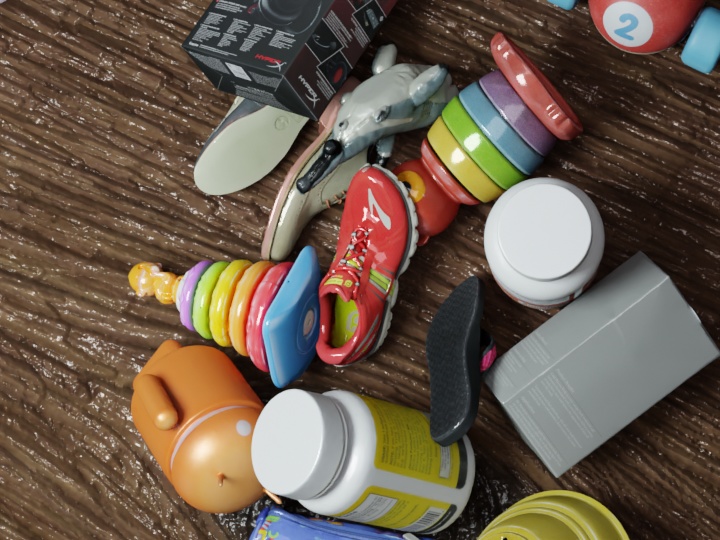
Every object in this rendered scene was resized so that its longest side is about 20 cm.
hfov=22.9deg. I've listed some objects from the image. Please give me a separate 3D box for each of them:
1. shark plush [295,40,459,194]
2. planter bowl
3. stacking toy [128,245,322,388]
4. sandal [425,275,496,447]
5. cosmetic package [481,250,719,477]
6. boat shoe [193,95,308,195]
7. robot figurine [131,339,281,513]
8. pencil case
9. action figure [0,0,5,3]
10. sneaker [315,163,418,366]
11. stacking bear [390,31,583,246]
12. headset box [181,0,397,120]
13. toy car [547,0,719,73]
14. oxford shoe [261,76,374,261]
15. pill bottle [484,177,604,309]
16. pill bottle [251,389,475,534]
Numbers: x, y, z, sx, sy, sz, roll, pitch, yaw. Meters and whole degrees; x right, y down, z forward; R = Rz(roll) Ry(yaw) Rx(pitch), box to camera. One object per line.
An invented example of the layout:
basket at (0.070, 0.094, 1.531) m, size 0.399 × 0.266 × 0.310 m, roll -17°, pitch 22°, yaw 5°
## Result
shark plush at (0.023, -0.134, 1.708) m, size 0.090 × 0.084 × 0.200 m, roll 16°, pitch 51°, yaw 35°
planter bowl at (0.151, 0.293, 1.638) m, size 0.199 × 0.083 × 0.202 m, roll -18°, pitch 62°, yaw 36°
stacking toy at (-0.139, 0.029, 1.738) m, size 0.198 × 0.110 × 0.117 m, roll 13°, pitch 51°, yaw 19°
sandal at (0.099, 0.090, 1.692) m, size 0.045 × 0.201 × 0.075 m, roll 31°, pitch 131°, yaw -24°
cosmetic package at (0.226, 0.088, 1.681) m, size 0.199 × 0.090 × 0.107 m, roll -37°, pitch 112°, yaw -2°
boat shoe at (-0.094, -0.158, 1.769) m, size 0.200 × 0.071 × 0.063 m, roll -46°, pitch 40°, yaw 3°
robot figurine at (-0.144, 0.151, 1.693) m, size 0.116 × 0.145 × 0.200 m, roll -22°, pitch 42°, yaw -17°
pencil case at (-0.012, 0.278, 1.709) m, size 0.198 × 0.078 × 0.088 m, roll 12°, pitch 115°, yaw 7°
action figure at (-0.474, -0.311, 1.823) m, size 0.199 × 0.134 × 0.149 m, roll -30°, pitch 125°, yaw 15°
sneaker at (0.000, 0.000, 1.698) m, size 0.076 × 0.085 × 0.202 m, roll 17°, pitch 109°, yaw 27°
stacking bear at (0.106, -0.112, 1.719) m, size 0.200 × 0.114 × 0.122 m, roll -41°, pitch 72°, yaw 12°
headset box at (-0.055, -0.258, 1.717) m, size 0.148 × 0.075 × 0.201 m, roll 19°, pitch 70°, yaw 39°
toy car at (0.283, -0.304, 1.670) m, size 0.183 × 0.200 × 0.178 m, roll 26°, pitch 88°, yaw 8°
oxford shoe at (-0.031, -0.089, 1.751) m, size 0.073 × 0.071 × 0.201 m, roll 30°, pitch 90°, yaw 3°
pill bottle at (0.171, -0.026, 1.656) m, size 0.111 × 0.200 × 0.113 m, roll -1°, pitch 84°, yaw 6°
pill bottle at (0.003, 0.175, 1.647) m, size 0.114 × 0.199 × 0.115 m, roll -18°, pitch 64°, yaw 41°
